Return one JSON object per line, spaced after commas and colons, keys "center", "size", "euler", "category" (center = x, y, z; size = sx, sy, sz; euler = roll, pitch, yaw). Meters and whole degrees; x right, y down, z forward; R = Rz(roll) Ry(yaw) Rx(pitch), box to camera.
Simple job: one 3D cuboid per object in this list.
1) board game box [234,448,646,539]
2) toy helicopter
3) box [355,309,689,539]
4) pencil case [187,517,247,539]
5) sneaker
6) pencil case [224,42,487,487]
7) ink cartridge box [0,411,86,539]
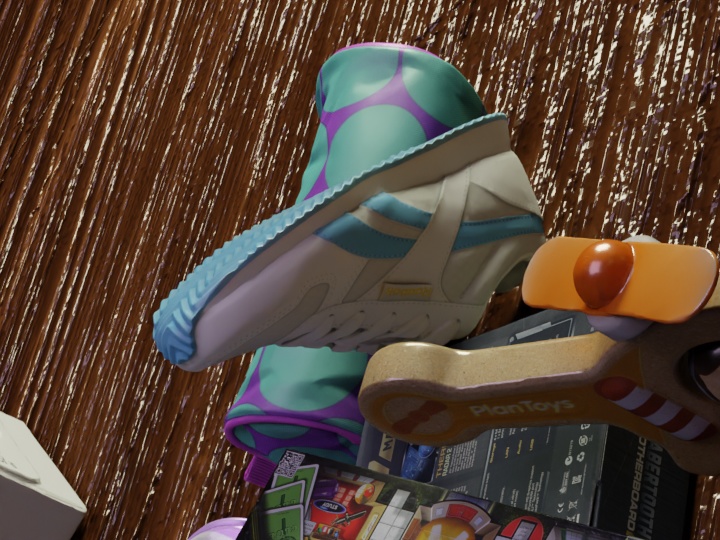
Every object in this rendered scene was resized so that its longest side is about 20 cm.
{"center": [0.019, 0.128, 0.783], "size": [0.200, 0.023, 0.105], "euler": [8, 64, 46], "category": "board game box"}
{"center": [0.084, 0.032, 0.741], "size": [0.200, 0.132, 0.079], "euler": [-7, 55, 29], "category": "toy helicopter"}
{"center": [0.052, 0.117, 0.847], "size": [0.158, 0.051, 0.200], "euler": [-23, 45, 46], "category": "box"}
{"center": [-0.051, 0.200, 0.898], "size": [0.086, 0.084, 0.200], "euler": [100, 176, -54], "category": "pencil case"}
{"center": [0.004, 0.002, 0.901], "size": [0.200, 0.081, 0.076], "euler": [-27, 4, -37], "category": "sneaker"}
{"center": [0.000, 0.000, 1.004], "size": [0.092, 0.085, 0.200], "euler": [-19, 49, 51], "category": "pencil case"}
{"center": [-0.279, 0.164, 1.236], "size": [0.200, 0.146, 0.147], "euler": [-59, 29, 3], "category": "ink cartridge box"}
